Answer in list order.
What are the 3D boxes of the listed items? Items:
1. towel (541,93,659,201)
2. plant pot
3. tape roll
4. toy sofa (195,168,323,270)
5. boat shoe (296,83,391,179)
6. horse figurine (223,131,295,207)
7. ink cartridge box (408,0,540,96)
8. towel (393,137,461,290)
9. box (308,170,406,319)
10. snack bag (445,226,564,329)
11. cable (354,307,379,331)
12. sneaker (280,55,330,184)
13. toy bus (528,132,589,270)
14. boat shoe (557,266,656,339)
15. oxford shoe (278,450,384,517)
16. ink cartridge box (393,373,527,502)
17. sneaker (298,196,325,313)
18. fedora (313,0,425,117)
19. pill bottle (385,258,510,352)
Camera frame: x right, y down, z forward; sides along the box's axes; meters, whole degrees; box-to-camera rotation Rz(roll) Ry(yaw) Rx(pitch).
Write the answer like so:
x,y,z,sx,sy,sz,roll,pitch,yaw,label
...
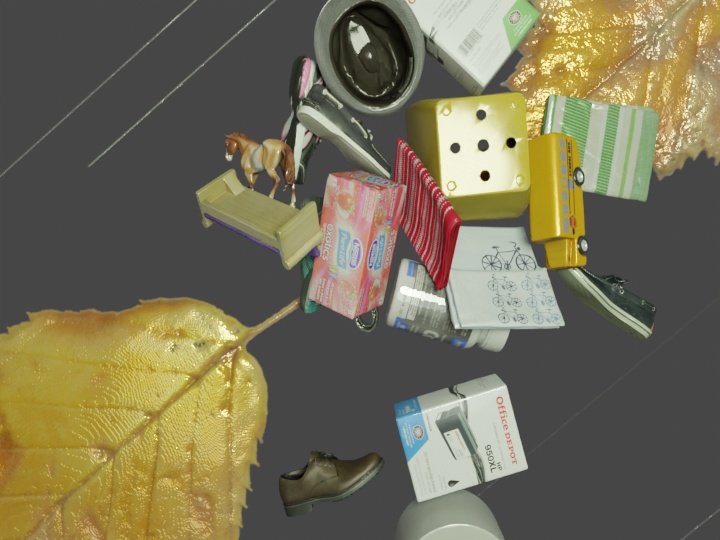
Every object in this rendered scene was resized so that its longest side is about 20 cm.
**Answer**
x,y,z,sx,sy,sz,roll,pitch,yaw,label
0.403,-0.211,0.971,0.192,0.023,0.159,8,93,-1,towel
0.178,-0.183,0.899,0.192,0.176,0.209,-4,93,1,plant pot
0.154,0.491,0.950,0.194,0.139,0.212,0,93,2,tape roll
-0.153,-0.070,0.866,0.196,0.100,0.083,25,49,30,toy sofa
-0.016,-0.222,0.929,0.197,0.073,0.062,33,79,-28,boat shoe
-0.157,-0.166,0.933,0.049,0.196,0.138,-2,94,-43,horse figurine
0.169,-0.415,0.934,0.199,0.084,0.147,42,93,0,ink cartridge box
0.094,-0.087,0.880,0.022,0.148,0.203,-14,50,-17,towel
-0.006,-0.044,0.896,0.092,0.102,0.207,21,111,28,box
0.217,0.003,0.914,0.181,0.022,0.206,1,56,-12,snack bag
0.000,0.000,0.975,0.093,0.050,0.208,9,93,6,cable
-0.079,-0.244,0.954,0.083,0.080,0.207,5,106,-27,sneaker
0.314,-0.108,0.913,0.076,0.064,0.209,3,83,-35,toy bus
0.416,0.036,0.959,0.197,0.075,0.063,35,85,-3,boat shoe
-0.053,0.350,0.981,0.194,0.073,0.087,-21,90,2,oxford shoe
0.167,0.281,0.967,0.193,0.084,0.150,-17,93,1,ink cartridge box
-0.079,-0.031,0.972,0.089,0.077,0.207,22,105,31,sneaker
0.013,-0.357,0.927,0.175,0.091,0.201,-39,113,7,fedora
0.146,0.061,0.942,0.193,0.114,0.118,16,93,1,pill bottle
